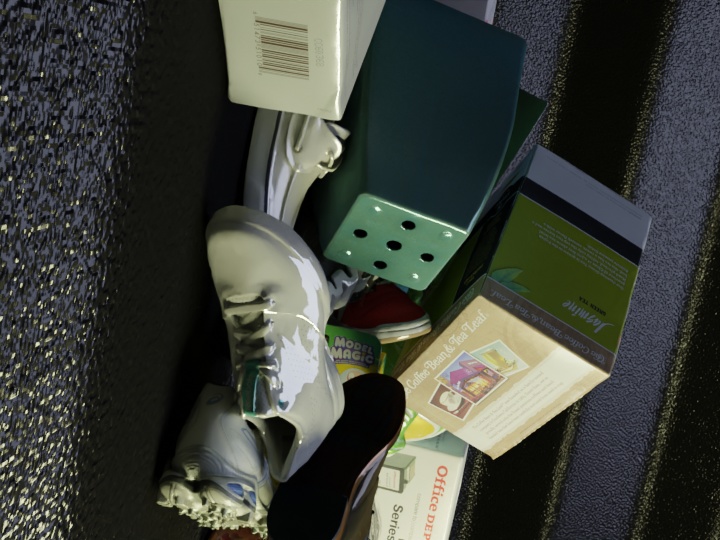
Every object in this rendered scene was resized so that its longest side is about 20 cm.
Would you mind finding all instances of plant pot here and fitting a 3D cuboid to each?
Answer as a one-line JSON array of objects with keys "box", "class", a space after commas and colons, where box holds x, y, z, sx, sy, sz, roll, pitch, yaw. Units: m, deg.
[{"box": [0.037, -0.099, 0.821, 0.141, 0.140, 0.201, 125, -20, -51], "class": "plant pot"}]

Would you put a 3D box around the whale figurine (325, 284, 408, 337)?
[{"box": [0.006, 0.027, 1.132, 0.159, 0.103, 0.201, 63, 41, -78], "class": "whale figurine"}]

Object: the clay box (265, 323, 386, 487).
[{"box": [-0.046, 0.134, 0.888, 0.048, 0.114, 0.201, -52, 153, -72], "class": "clay box"}]

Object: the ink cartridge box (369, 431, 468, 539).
[{"box": [0.013, 0.236, 1.145, 0.084, 0.198, 0.147, -51, 152, -73], "class": "ink cartridge box"}]

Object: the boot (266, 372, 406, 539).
[{"box": [-0.019, 0.169, 0.783, 0.200, 0.074, 0.097, -54, 155, -49], "class": "boot"}]

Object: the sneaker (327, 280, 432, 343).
[{"box": [0.000, 0.000, 0.932, 0.200, 0.071, 0.113, 14, -69, 63], "class": "sneaker"}]

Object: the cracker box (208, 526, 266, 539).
[{"box": [-0.077, 0.326, 0.882, 0.058, 0.133, 0.201, -62, 163, -63], "class": "cracker box"}]

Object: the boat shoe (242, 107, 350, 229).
[{"box": [-0.040, -0.101, 0.749, 0.072, 0.065, 0.202, 13, 89, -82], "class": "boat shoe"}]

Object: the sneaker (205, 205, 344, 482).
[{"box": [-0.061, 0.055, 0.680, 0.089, 0.075, 0.201, -60, 141, -48], "class": "sneaker"}]

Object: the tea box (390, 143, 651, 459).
[{"box": [0.143, 0.032, 0.935, 0.197, 0.133, 0.200, -62, -174, -37], "class": "tea box"}]

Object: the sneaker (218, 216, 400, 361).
[{"box": [-0.055, 0.006, 0.817, 0.200, 0.090, 0.067, -34, 160, -43], "class": "sneaker"}]

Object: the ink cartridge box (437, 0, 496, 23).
[{"box": [0.090, -0.314, 1.133, 0.201, 0.124, 0.129, 95, 11, -46], "class": "ink cartridge box"}]

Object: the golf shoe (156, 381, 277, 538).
[{"box": [-0.090, 0.145, 0.757, 0.200, 0.078, 0.098, 85, 13, -68], "class": "golf shoe"}]

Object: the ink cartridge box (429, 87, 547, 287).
[{"box": [0.076, -0.103, 0.978, 0.201, 0.048, 0.146, -61, -143, 11], "class": "ink cartridge box"}]

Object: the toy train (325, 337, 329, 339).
[{"box": [-0.047, 0.169, 0.985, 0.114, 0.086, 0.201, -91, -169, -72], "class": "toy train"}]

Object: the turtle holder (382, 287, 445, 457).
[{"box": [0.059, 0.121, 1.060, 0.132, 0.140, 0.186, -51, -147, 28], "class": "turtle holder"}]

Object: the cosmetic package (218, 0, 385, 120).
[{"box": [-0.023, -0.211, 0.659, 0.113, 0.081, 0.201, 92, 11, -53], "class": "cosmetic package"}]
